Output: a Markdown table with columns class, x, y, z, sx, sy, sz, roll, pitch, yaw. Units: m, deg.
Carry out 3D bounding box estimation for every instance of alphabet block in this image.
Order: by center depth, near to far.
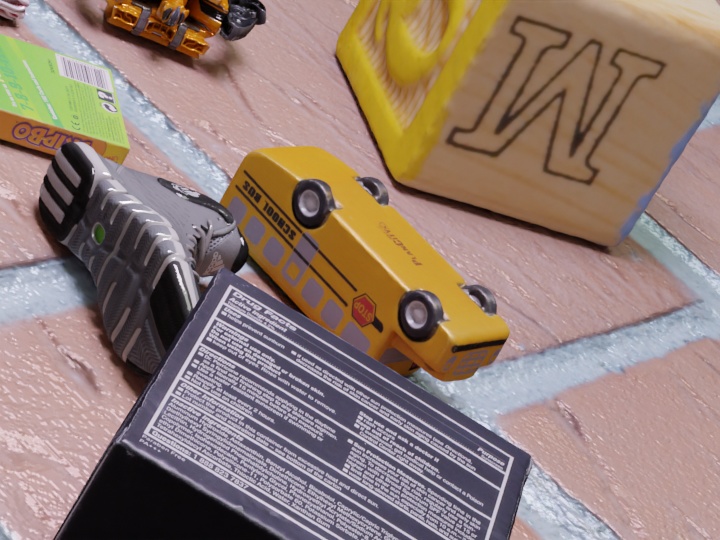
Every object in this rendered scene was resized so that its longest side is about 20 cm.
| class | x | y | z | sx | sy | sz | roll | pitch | yaw |
| --- | --- | --- | --- | --- | --- | --- | --- | --- | --- |
| alphabet block | 0.127 | -0.163 | 1.851 | 0.200 | 0.197 | 0.196 | 15 | 29 | -29 |

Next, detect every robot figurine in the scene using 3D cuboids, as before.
| class | x | y | z | sx | sy | sz | roll | pitch | yaw |
| --- | --- | --- | --- | --- | --- | --- | --- | --- | --- |
| robot figurine | -0.141 | -0.220 | 1.821 | 0.145 | 0.058 | 0.200 | 21 | 28 | -18 |

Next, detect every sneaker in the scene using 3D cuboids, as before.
| class | x | y | z | sx | sy | sz | roll | pitch | yaw |
| --- | --- | --- | --- | --- | --- | --- | --- | --- | --- |
| sneaker | -0.102 | -0.003 | 1.481 | 0.115 | 0.075 | 0.200 | 11 | 32 | -39 |

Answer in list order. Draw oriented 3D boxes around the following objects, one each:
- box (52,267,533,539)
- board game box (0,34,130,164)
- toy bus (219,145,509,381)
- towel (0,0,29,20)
| class | x | y | z | sx | sy | sz | roll | pitch | yaw |
| --- | --- | --- | --- | --- | --- | --- | --- | --- | --- |
| box | -0.036 | 0.131 | 1.263 | 0.200 | 0.123 | 0.198 | 32 | 28 | -3 |
| board game box | -0.245 | -0.122 | 1.584 | 0.200 | 0.030 | 0.096 | 19 | 30 | -27 |
| toy bus | 0.000 | 0.000 | 1.571 | 0.065 | 0.078 | 0.200 | -5 | 44 | -51 |
| towel | -0.325 | -0.236 | 1.698 | 0.146 | 0.030 | 0.200 | 0 | 37 | -46 |
